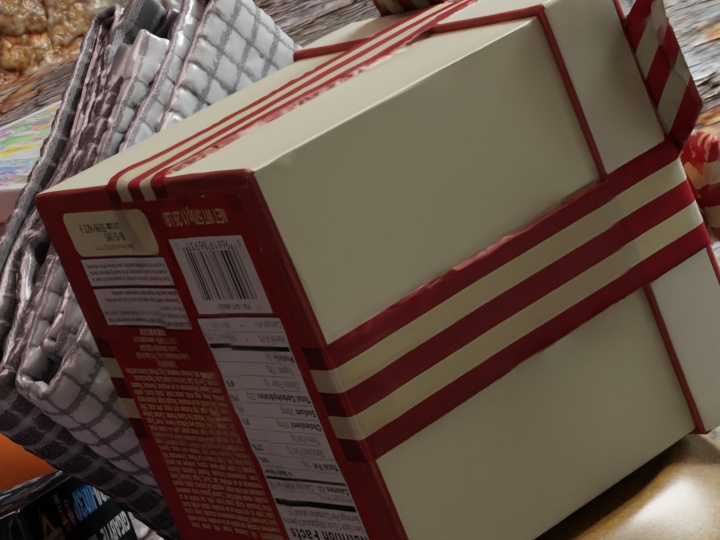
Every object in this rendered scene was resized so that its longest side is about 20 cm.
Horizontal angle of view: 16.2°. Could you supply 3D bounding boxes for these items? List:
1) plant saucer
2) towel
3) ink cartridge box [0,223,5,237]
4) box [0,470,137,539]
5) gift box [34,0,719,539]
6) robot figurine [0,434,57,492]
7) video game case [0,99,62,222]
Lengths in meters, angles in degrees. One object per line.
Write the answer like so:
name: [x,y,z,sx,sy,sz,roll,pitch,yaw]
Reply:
plant saucer: [0.053,0.099,0.897,0.199,0.036,0.200,-22,12,5]
towel: [-0.064,0.003,1.027,0.085,0.165,0.201,-9,54,44]
ink cartridge box: [-0.127,0.002,1.347,0.084,0.146,0.200,-17,14,10]
box: [-0.186,0.134,1.053,0.158,0.046,0.200,-22,1,4]
gift box: [0.020,-0.011,0.891,0.186,0.201,0.184,-29,19,-31]
robot figurine: [-0.208,0.068,1.186,0.199,0.117,0.144,3,-23,-27]
video game case: [-0.145,-0.059,1.257,0.143,0.018,0.200,-2,17,32]
